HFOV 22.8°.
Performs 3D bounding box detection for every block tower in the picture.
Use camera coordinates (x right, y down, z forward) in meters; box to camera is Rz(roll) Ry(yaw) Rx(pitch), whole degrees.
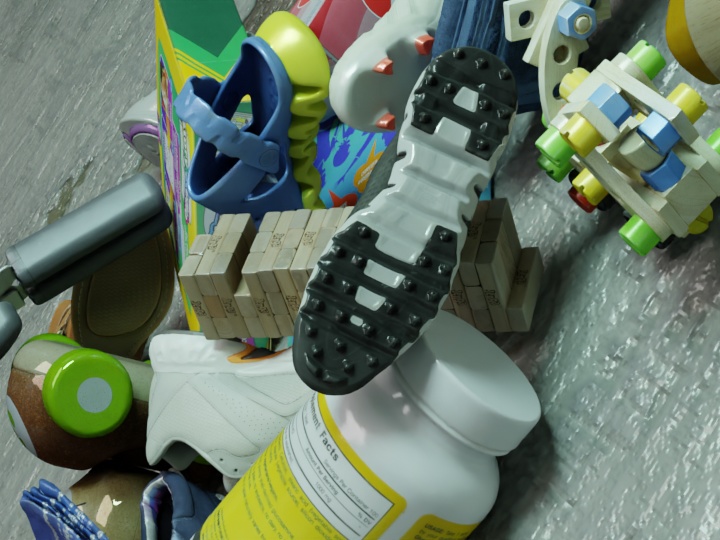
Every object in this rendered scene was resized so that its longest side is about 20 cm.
[{"bbox_3d":[0.000,0.000,1.016,0.198,0.058,0.054,-2,43,21],"label":"block tower"}]

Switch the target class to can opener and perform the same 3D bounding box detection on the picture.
[{"bbox_3d":[-0.212,0.012,1.224,0.199,0.053,0.067,-31,65,-8],"label":"can opener"}]

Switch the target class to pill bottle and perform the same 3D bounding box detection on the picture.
[{"bbox_3d":[0.002,0.120,0.958,0.200,0.112,0.113,-49,31,19],"label":"pill bottle"}]

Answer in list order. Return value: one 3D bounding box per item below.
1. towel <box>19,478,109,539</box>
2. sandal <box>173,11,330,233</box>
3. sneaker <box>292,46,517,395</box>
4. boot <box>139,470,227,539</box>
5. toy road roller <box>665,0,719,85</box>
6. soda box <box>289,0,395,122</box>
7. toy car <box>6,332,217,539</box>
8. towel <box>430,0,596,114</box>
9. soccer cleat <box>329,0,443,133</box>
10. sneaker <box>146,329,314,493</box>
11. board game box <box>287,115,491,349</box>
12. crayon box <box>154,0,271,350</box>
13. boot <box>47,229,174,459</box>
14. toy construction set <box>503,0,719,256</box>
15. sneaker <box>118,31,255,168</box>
[{"bbox_3d":[-0.130,0.222,1.026,0.200,0.024,0.146,35,140,42],"label":"towel"},{"bbox_3d":[-0.068,-0.061,1.080,0.080,0.087,0.201,46,149,41],"label":"sandal"},{"bbox_3d":[0.022,-0.016,0.931,0.091,0.066,0.201,110,-174,-68],"label":"sneaker"},{"bbox_3d":[-0.081,0.204,1.038,0.073,0.090,0.200,-50,31,18],"label":"boot"},{"bbox_3d":[0.195,-0.207,0.896,0.123,0.145,0.201,-22,47,49],"label":"toy road roller"},{"bbox_3d":[0.011,-0.199,1.213,0.070,0.063,0.201,-26,30,53],"label":"soda box"},{"bbox_3d":[-0.172,0.155,1.186,0.164,0.157,0.202,-174,98,-70],"label":"toy car"},{"bbox_3d":[0.104,-0.184,1.008,0.048,0.111,0.201,34,123,37],"label":"towel"},{"bbox_3d":[0.038,-0.141,1.084,0.077,0.070,0.200,22,42,33],"label":"soccer cleat"},{"bbox_3d":[-0.041,0.091,1.059,0.199,0.076,0.093,3,78,30],"label":"sneaker"},{"bbox_3d":[0.019,-0.048,1.143,0.152,0.045,0.201,-37,38,37],"label":"board game box"},{"bbox_3d":[-0.101,-0.069,1.236,0.173,0.058,0.201,-114,21,-54],"label":"crayon box"},{"bbox_3d":[-0.194,0.036,1.348,0.155,0.076,0.202,-152,61,-67],"label":"boot"},{"bbox_3d":[0.123,-0.080,0.915,0.092,0.131,0.200,-39,31,13],"label":"toy construction set"},{"bbox_3d":[-0.115,-0.133,1.423,0.199,0.075,0.100,-12,41,49],"label":"sneaker"}]
